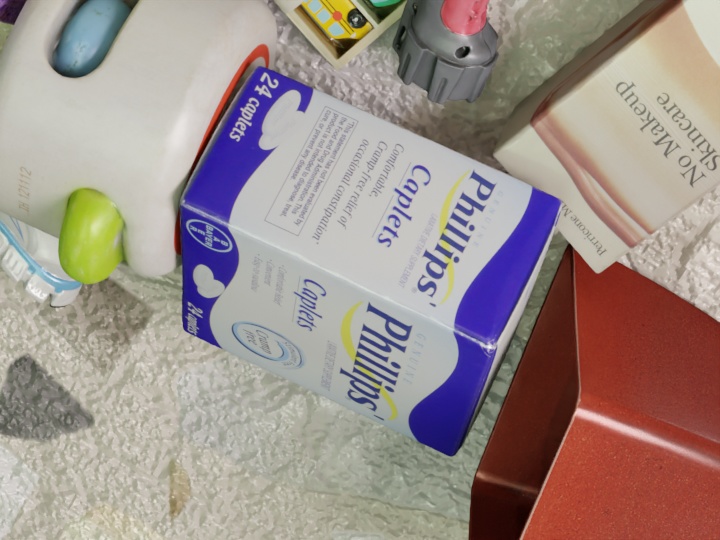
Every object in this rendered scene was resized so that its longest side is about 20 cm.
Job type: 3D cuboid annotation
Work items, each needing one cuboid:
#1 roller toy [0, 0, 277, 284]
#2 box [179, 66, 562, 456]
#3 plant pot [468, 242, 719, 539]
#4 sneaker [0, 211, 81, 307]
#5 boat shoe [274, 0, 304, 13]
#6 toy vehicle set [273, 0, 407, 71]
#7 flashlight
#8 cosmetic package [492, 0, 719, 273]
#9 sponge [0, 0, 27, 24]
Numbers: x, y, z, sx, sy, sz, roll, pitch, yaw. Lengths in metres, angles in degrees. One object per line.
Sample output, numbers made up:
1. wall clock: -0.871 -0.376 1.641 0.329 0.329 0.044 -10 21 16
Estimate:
1. roller toy: -0.143 -0.102 1.137 0.139 0.200 0.183 23 108 6
2. box: 0.000 0.000 1.132 0.199 0.105 0.184 24 155 6
3. plant pot: 0.177 0.133 1.142 0.175 0.200 0.201 17 118 -5
4. sneaker: -0.240 -0.073 1.251 0.200 0.075 0.087 43 111 -13
5. boat shoe: 0.004 -0.229 1.067 0.060 0.072 0.200 45 124 -9
6. toy vehicle set: -0.034 -0.234 1.130 0.124 0.027 0.200 -39 97 28
7. flashlight: 0.074 -0.172 1.058 0.068 0.068 0.200 3 144 -13
8. cosmetic package: 0.185 -0.103 1.083 0.103 0.087 0.200 46 118 -7
9. sponge: -0.247 -0.179 1.128 0.111 0.200 0.030 24 96 5
